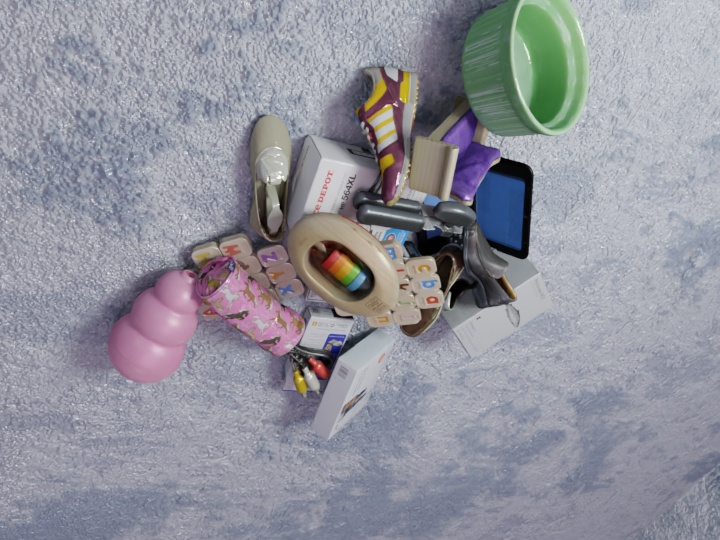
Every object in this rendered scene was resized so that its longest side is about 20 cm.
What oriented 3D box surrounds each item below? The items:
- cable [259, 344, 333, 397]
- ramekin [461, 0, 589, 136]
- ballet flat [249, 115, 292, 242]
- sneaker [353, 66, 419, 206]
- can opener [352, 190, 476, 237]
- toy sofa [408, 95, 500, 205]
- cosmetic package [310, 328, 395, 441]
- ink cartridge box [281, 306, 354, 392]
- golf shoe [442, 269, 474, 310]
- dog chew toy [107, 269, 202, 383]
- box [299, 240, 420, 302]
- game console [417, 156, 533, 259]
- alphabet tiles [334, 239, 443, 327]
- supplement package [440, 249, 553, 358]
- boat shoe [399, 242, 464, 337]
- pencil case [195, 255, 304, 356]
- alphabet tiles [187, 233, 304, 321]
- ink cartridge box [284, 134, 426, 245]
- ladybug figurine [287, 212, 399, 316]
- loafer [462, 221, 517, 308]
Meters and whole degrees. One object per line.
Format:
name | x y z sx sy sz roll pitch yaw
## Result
cable | -0.115 0.165 1.091 0.096 0.051 0.201 -32 133 3
ramekin | 0.235 -0.290 0.830 0.198 0.097 0.204 -2 93 -40
ballet flat | -0.134 -0.131 0.880 0.068 0.070 0.202 -6 128 -18
sneaker | 0.031 -0.196 0.845 0.089 0.075 0.203 7 82 -4
can opener | 0.084 -0.094 0.895 0.197 0.053 0.067 4 141 -24
toy sofa | 0.153 -0.184 0.865 0.096 0.200 0.084 20 129 17
cosmetic package | -0.015 0.232 1.180 0.150 0.051 0.202 -33 150 -53
ink cartridge box | -0.090 0.162 1.154 0.093 0.037 0.202 7 121 -26
golf shoe | 0.136 0.049 1.117 0.199 0.098 0.078 -39 133 13
dog chew toy | -0.324 0.085 0.940 0.124 0.125 0.201 25 108 -36
box | 0.000 0.000 1.041 0.197 0.060 0.118 5 124 -23
game console | 0.193 -0.098 1.009 0.173 0.117 0.202 -18 131 -8
alphabet tiles | 0.038 0.027 0.978 0.192 0.015 0.201 -7 135 15
supplement package | 0.262 0.057 1.162 0.199 0.118 0.117 -34 131 6
boat shoe | 0.120 0.040 1.052 0.075 0.074 0.204 -26 145 -62
pencil case | -0.177 0.061 0.951 0.086 0.083 0.200 -40 128 3
alphabet tiles | -0.202 0.025 0.982 0.193 0.015 0.201 -15 133 6
ink cartridge box | -0.009 -0.116 0.931 0.197 0.085 0.147 7 124 -28
ladybug figurine | -0.020 -0.013 0.874 0.200 0.072 0.135 44 121 -15
loafer | 0.226 -0.012 1.016 0.071 0.074 0.201 -3 139 26
